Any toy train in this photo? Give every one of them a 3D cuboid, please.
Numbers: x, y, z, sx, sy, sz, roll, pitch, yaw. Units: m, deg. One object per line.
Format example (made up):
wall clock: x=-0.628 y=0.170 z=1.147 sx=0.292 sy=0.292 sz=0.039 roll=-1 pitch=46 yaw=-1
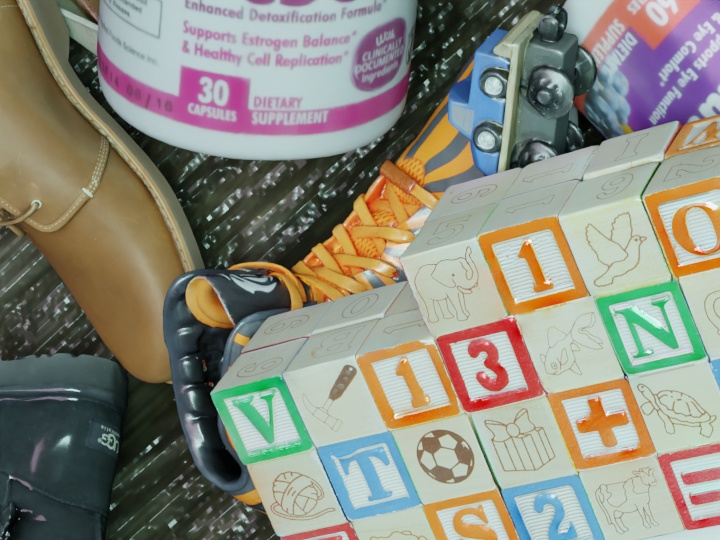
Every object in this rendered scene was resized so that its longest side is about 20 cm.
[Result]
toy train: x=0.045 y=0.000 z=1.010 sx=0.046 sy=0.034 sz=0.201 roll=17 pitch=120 yaw=17

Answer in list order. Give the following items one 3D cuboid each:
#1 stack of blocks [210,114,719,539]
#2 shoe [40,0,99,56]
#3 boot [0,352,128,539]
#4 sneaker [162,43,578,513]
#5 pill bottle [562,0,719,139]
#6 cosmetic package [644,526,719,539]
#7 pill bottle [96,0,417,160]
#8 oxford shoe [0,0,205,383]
stack of blocks: x=0.055 y=0.031 z=0.956 sx=0.199 sy=0.059 sz=0.116 roll=-15 pitch=109 yaw=27
shoe: x=-0.120 y=-0.142 z=1.143 sx=0.200 sy=0.053 sz=0.070 roll=43 pitch=106 yaw=17
boot: x=-0.170 y=0.137 z=1.124 sx=0.164 sy=0.066 sz=0.201 roll=-8 pitch=68 yaw=27
sneaker: x=0.000 y=0.000 z=1.052 sx=0.078 sy=0.112 sz=0.201 roll=35 pitch=106 yaw=56
pill bottle: x=0.165 y=-0.037 z=0.989 sx=0.111 sy=0.111 sz=0.200 roll=-47 pitch=74 yaw=17
cosmetic package: x=0.147 y=0.115 z=1.017 sx=0.199 sy=0.081 sz=0.113 roll=22 pitch=99 yaw=23
pill bottle: x=-0.030 y=-0.149 z=1.005 sx=0.113 sy=0.113 sz=0.201 roll=17 pitch=120 yaw=22
oxford shoe: x=-0.126 y=-0.035 z=1.119 sx=0.071 sy=0.071 sz=0.201 roll=-26 pitch=98 yaw=46
